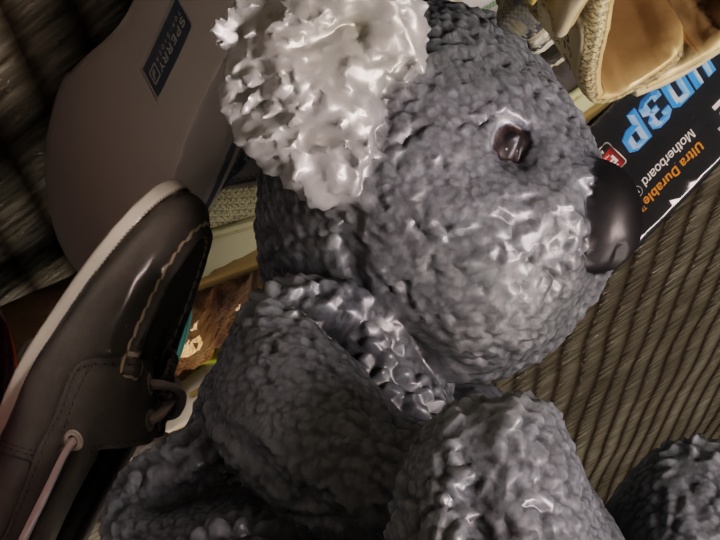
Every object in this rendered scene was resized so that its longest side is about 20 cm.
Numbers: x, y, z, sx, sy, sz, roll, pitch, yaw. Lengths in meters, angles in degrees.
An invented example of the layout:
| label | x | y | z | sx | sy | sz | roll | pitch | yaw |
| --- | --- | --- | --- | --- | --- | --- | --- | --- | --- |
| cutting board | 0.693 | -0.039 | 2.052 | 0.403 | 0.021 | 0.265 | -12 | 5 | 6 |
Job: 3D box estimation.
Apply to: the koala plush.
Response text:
| label | x | y | z | sx | sy | sz | roll | pitch | yaw |
| --- | --- | --- | --- | --- | --- | --- | --- | --- | --- |
| koala plush | 0.014 | 0.013 | 0.641 | 0.184 | 0.200 | 0.177 | -4 | 170 | 30 |

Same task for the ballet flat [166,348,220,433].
| label | x | y | z | sx | sy | sz | roll | pitch | yaw |
| --- | --- | --- | --- | --- | --- | --- | --- | --- | --- |
| ballet flat | -0.081 | 0.066 | 0.945 | 0.200 | 0.067 | 0.067 | -7 | -161 | 30 |

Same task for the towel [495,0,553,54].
| label | x | y | z | sx | sy | sz | roll | pitch | yaw |
| --- | --- | --- | --- | --- | --- | --- | --- | --- | --- |
| towel | 0.113 | -0.144 | 0.601 | 0.193 | 0.035 | 0.200 | -43 | -168 | 17 |

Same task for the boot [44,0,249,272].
| label | x | y | z | sx | sy | sz | roll | pitch | yaw |
| --- | --- | --- | --- | --- | --- | --- | --- | --- | --- |
| boot | -0.032 | -0.064 | 0.716 | 0.090 | 0.073 | 0.200 | -13 | 158 | -33 |

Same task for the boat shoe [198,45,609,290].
| label | x | y | z | sx | sy | sz | roll | pitch | yaw |
| --- | --- | --- | --- | --- | --- | --- | --- | --- | --- |
| boat shoe | -0.008 | -0.047 | 0.794 | 0.201 | 0.066 | 0.072 | -23 | -174 | 10 |

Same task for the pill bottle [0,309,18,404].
| label | x | y | z | sx | sy | sz | roll | pitch | yaw |
| --- | --- | --- | --- | --- | --- | --- | --- | --- | --- |
| pill bottle | -0.167 | 0.015 | 0.646 | 0.113 | 0.113 | 0.200 | -28 | 165 | -8 |

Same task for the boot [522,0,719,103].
| label | x | y | z | sx | sy | sz | roll | pitch | yaw |
| --- | --- | --- | --- | --- | --- | --- | --- | --- | --- |
| boot | 0.012 | -0.096 | 0.516 | 0.200 | 0.156 | 0.073 | -35 | 154 | 18 |

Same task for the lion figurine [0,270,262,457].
| label | x | y | z | sx | sy | sz | roll | pitch | yaw |
| --- | --- | --- | --- | --- | --- | --- | --- | --- | --- |
| lion figurine | -0.127 | 0.036 | 0.871 | 0.200 | 0.123 | 0.073 | -14 | 127 | -2 |

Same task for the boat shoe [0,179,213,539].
| label | x | y | z | sx | sy | sz | roll | pitch | yaw |
| --- | --- | --- | --- | --- | --- | --- | --- | --- | --- |
| boat shoe | -0.091 | 0.068 | 0.683 | 0.200 | 0.057 | 0.067 | -57 | 171 | 4 |

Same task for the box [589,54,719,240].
| label | x | y | z | sx | sy | sz | roll | pitch | yaw |
| --- | --- | --- | --- | --- | --- | --- | --- | --- | --- |
| box | 0.108 | -0.042 | 0.892 | 0.200 | 0.046 | 0.159 | -46 | 177 | -3 |

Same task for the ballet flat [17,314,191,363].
| label | x | y | z | sx | sy | sz | roll | pitch | yaw |
| --- | --- | --- | --- | --- | --- | --- | --- | --- | --- |
| ballet flat | -0.121 | 0.071 | 0.784 | 0.067 | 0.064 | 0.200 | -27 | 147 | -53 |

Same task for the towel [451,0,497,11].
| label | x | y | z | sx | sy | sz | roll | pitch | yaw |
| --- | --- | --- | --- | --- | --- | --- | --- | --- | --- |
| towel | 0.074 | -0.126 | 0.823 | 0.149 | 0.031 | 0.200 | -31 | 163 | -6 |
